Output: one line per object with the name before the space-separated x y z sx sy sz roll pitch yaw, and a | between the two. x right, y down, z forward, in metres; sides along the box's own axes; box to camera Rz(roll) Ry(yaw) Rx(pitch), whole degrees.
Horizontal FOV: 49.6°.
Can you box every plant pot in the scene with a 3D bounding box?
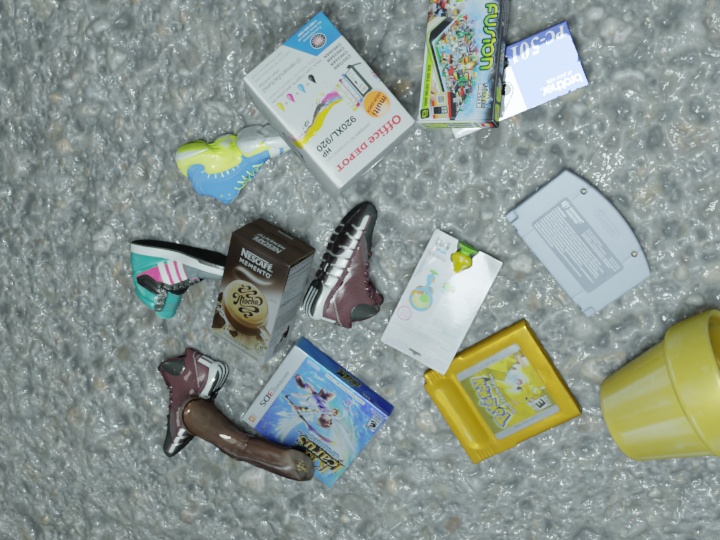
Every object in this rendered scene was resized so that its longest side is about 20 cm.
plant pot | 0.455 0.182 1.103 0.189 0.201 0.201 -32 95 37

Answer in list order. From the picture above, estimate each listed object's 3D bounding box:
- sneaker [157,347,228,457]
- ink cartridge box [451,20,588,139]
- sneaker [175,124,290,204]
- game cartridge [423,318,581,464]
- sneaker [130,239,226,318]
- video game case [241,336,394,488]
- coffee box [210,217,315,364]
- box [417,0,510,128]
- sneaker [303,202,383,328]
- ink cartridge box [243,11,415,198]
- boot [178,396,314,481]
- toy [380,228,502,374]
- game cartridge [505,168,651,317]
sneaker | -0.323 0.223 1.384 0.115 0.076 0.200 32 100 10
ink cartridge box | 0.212 -0.269 1.110 0.200 0.044 0.094 -20 100 19
sneaker | -0.189 -0.167 1.243 0.199 0.076 0.105 -6 122 16
game cartridge | 0.221 0.197 1.245 0.200 0.032 0.177 -32 95 20
sneaker | -0.301 0.024 1.307 0.200 0.084 0.121 12 103 20
video game case | -0.075 0.244 1.330 0.200 0.045 0.181 37 112 2
coffee box | -0.159 0.033 1.246 0.113 0.080 0.200 29 123 17
box | 0.144 -0.299 1.081 0.110 0.035 0.201 3 85 24
sneaker | 0.000 0.000 1.232 0.115 0.076 0.200 26 95 -24
ink cartridge box | -0.045 -0.228 1.116 0.147 0.145 0.200 -41 93 -3
boot | -0.184 0.284 1.293 0.200 0.064 0.186 12 155 37
toy | 0.127 0.047 1.220 0.115 0.047 0.200 28 107 10
game cartridge | 0.326 -0.045 1.148 0.133 0.040 0.200 -38 93 24
